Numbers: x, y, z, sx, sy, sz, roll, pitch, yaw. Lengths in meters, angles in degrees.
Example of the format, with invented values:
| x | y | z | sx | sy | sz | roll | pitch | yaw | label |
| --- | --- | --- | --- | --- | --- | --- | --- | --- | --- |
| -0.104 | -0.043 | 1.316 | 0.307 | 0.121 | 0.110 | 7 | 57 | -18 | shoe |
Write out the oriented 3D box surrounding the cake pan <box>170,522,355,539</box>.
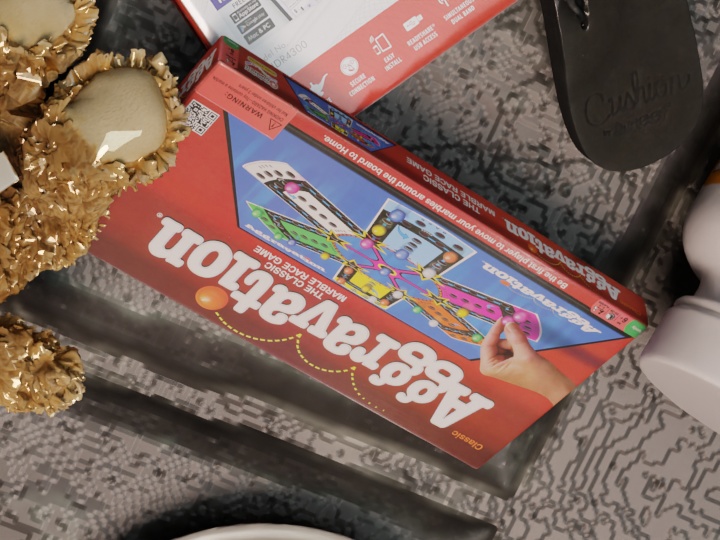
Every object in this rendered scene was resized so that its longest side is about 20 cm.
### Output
| x | y | z | sx | sy | sz | roll | pitch | yaw | label |
| --- | --- | --- | --- | --- | --- | --- | --- | --- | --- |
| -0.049 | 0.192 | 0.779 | 0.200 | 0.037 | 0.201 | -3 | 104 | -12 | cake pan |

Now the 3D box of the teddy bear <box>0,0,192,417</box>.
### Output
| x | y | z | sx | sy | sz | roll | pitch | yaw | label |
| --- | --- | --- | --- | --- | --- | --- | --- | --- | --- |
| -0.144 | -0.017 | 0.678 | 0.145 | 0.067 | 0.200 | 28 | 101 | 9 | teddy bear |

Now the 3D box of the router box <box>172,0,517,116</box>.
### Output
| x | y | z | sx | sy | sz | roll | pitch | yaw | label |
| --- | --- | --- | --- | --- | --- | --- | --- | --- | --- |
| 0.001 | -0.171 | 0.697 | 0.200 | 0.049 | 0.180 | -36 | 109 | -3 | router box |

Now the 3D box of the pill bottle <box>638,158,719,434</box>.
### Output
| x | y | z | sx | sy | sz | roll | pitch | yaw | label |
| --- | --- | --- | --- | --- | --- | --- | --- | --- | --- |
| 0.192 | -0.027 | 0.726 | 0.111 | 0.111 | 0.200 | 37 | 81 | -19 | pill bottle |

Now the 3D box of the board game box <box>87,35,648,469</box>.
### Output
| x | y | z | sx | sy | sz | roll | pitch | yaw | label |
| --- | --- | --- | --- | --- | --- | --- | --- | --- | --- |
| 0.000 | 0.000 | 0.720 | 0.200 | 0.019 | 0.103 | 30 | 126 | -23 | board game box |

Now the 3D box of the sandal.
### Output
| x | y | z | sx | sy | sz | roll | pitch | yaw | label |
| --- | --- | --- | --- | --- | --- | --- | --- | --- | --- |
| 0.088 | -0.124 | 0.677 | 0.075 | 0.045 | 0.200 | -24 | 116 | -9 | sandal |
